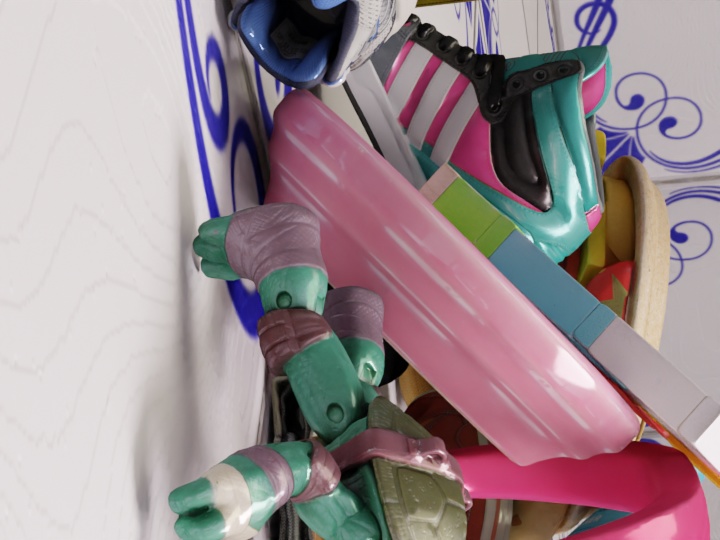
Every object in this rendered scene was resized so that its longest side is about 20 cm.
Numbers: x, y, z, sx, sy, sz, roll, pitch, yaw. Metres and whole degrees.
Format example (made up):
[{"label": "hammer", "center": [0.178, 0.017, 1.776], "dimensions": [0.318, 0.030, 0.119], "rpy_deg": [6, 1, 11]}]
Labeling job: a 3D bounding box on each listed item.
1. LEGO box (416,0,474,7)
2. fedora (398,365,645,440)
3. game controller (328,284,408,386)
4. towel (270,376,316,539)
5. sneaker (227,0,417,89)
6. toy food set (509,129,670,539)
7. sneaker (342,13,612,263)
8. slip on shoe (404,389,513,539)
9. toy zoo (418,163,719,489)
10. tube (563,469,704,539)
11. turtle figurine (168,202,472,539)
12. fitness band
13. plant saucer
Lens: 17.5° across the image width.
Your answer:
[{"label": "LEGO box", "center": [0.079, -0.195, 1.205], "dimensions": [0.149, 0.198, 0.078], "rpy_deg": [-71, 154, -68]}, {"label": "fedora", "center": [0.078, 0.051, 1.338], "dimensions": [0.081, 0.200, 0.202], "rpy_deg": [10, 70, -41]}, {"label": "game controller", "center": [0.000, 0.000, 1.141], "dimensions": [0.200, 0.042, 0.105], "rpy_deg": [39, 60, -78]}, {"label": "towel", "center": [-0.003, 0.160, 1.000], "dimensions": [0.200, 0.034, 0.194], "rpy_deg": [63, 24, -67]}, {"label": "sneaker", "center": [-0.022, -0.112, 0.945], "dimensions": [0.086, 0.077, 0.200], "rpy_deg": [-63, 176, -14]}, {"label": "toy food set", "center": [0.108, 0.036, 1.181], "dimensions": [0.199, 0.048, 0.201], "rpy_deg": [-84, -172, -46]}, {"label": "sneaker", "center": [0.058, -0.089, 1.112], "dimensions": [0.201, 0.120, 0.084], "rpy_deg": [64, 5, 9]}, {"label": "slip on shoe", "center": [0.034, 0.104, 1.202], "dimensions": [0.200, 0.061, 0.075], "rpy_deg": [-110, -149, -76]}, {"label": "toy zoo", "center": [0.115, 0.043, 0.980], "dimensions": [0.200, 0.020, 0.131], "rpy_deg": [43, 0, 30]}, {"label": "tube", "center": [0.113, 0.136, 1.093], "dimensions": [0.050, 0.077, 0.200], "rpy_deg": [50, 46, -2]}, {"label": "turtle figurine", "center": [-0.012, 0.082, 0.800], "dimensions": [0.150, 0.100, 0.201], "rpy_deg": [81, 1, -54]}, {"label": "fitness band", "center": [0.066, 0.101, 0.935], "dimensions": [0.200, 0.142, 0.038], "rpy_deg": [-63, 148, -83]}, {"label": "plant saucer", "center": [0.029, 0.011, 0.962], "dimensions": [0.201, 0.051, 0.201], "rpy_deg": [45, 0, -1]}]
